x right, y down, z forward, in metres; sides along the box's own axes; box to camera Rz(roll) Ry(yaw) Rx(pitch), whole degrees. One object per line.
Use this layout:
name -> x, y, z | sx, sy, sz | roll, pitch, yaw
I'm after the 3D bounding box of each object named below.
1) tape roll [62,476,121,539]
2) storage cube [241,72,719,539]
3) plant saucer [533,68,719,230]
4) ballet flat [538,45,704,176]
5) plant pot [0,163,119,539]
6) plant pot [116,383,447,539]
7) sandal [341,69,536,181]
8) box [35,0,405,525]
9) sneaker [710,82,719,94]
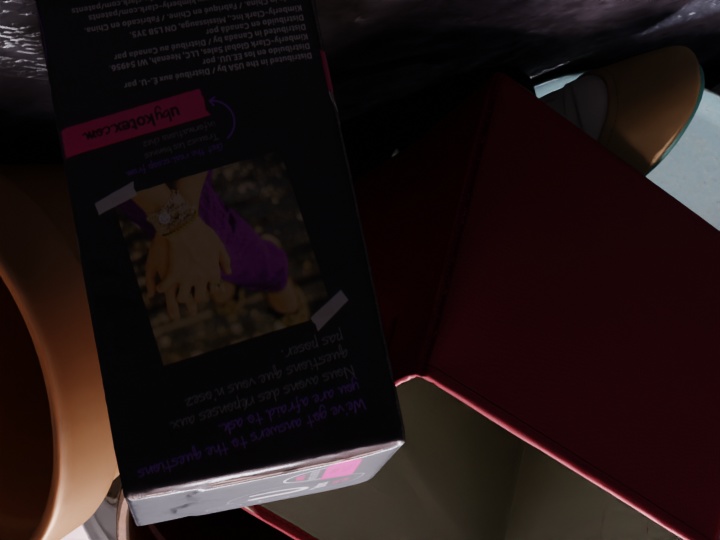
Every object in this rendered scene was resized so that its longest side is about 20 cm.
tape roll -> -0.198, 0.104, 1.098 | 0.071, 0.203, 0.202 | -13, 169, 5
storage cube -> 0.064, 0.049, 0.845 | 0.200, 0.180, 0.171 | 32, 141, -21
plant saucer -> 0.157, -0.038, 0.964 | 0.201, 0.201, 0.039 | -21, -150, 38
ballet flat -> 0.093, -0.052, 0.896 | 0.063, 0.069, 0.200 | 16, 140, -28
plant pot -> -0.163, 0.031, 0.852 | 0.200, 0.200, 0.140 | -23, -179, 43
plant pot -> -0.052, 0.087, 1.036 | 0.200, 0.200, 0.198 | -11, -148, -6
sandal -> 0.007, -0.052, 0.936 | 0.200, 0.048, 0.075 | -22, 166, 36
box -> -0.057, -0.011, 0.680 | 0.106, 0.200, 0.122 | -10, 169, -7
sneaker -> 0.240, -0.093, 0.968 | 0.088, 0.075, 0.200 | -22, 180, -35
